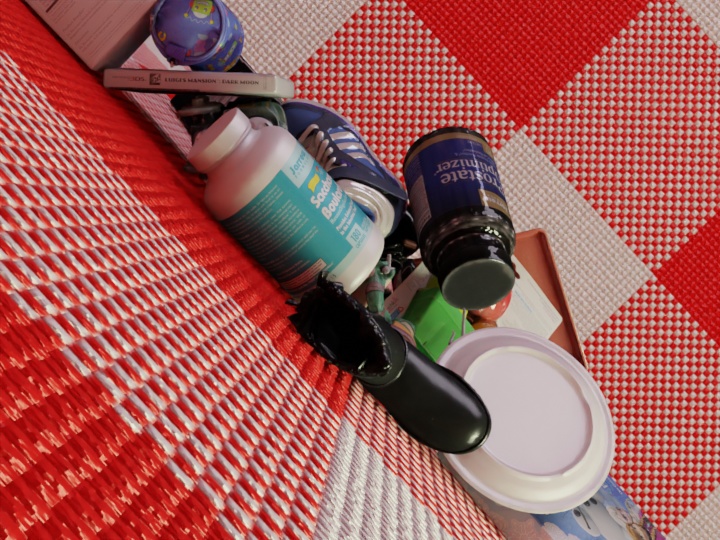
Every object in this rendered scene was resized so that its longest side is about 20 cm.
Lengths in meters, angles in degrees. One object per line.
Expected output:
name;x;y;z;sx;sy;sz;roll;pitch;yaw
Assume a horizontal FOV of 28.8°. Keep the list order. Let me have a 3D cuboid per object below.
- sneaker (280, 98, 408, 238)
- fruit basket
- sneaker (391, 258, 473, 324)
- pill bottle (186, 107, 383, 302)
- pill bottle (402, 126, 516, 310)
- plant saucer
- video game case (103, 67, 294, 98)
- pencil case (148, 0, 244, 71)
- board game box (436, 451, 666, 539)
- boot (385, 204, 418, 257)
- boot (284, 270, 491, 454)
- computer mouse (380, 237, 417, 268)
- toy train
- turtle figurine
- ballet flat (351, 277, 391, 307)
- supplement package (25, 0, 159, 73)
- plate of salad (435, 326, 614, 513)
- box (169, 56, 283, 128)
sneaker;-0.037;-0.110;1.568;0.200;0.081;0.146;42;22;3
fruit basket;0.130;0.054;1.671;0.186;0.200;0.093;50;-35;-11
sneaker;0.096;0.066;1.739;0.081;0.085;0.202;-99;169;-59
pill bottle;-0.077;-0.063;1.370;0.200;0.111;0.111;46;3;-19
pill bottle;0.115;-0.058;1.597;0.112;0.111;0.202;44;26;-43
plant saucer;0.169;0.054;1.769;0.037;0.197;0.203;-56;130;-63
video game case;-0.169;-0.202;1.518;0.179;0.024;0.200;2;6;2
pencil case;-0.170;-0.250;1.487;0.077;0.088;0.200;31;5;-1
board game box;0.197;0.230;1.424;0.200;0.044;0.198;48;27;20
boot;-0.031;-0.061;1.670;0.207;0.081;0.158;3;-8;8
boot;0.027;0.087;1.260;0.198;0.074;0.162;41;-1;17
computer mouse;0.000;0.000;1.557;0.200;0.138;0.047;42;31;-87
toy train;-0.134;-0.148;1.503;0.200;0.112;0.087;-112;-164;-81
turtle figurine;0.048;0.075;1.473;0.149;0.101;0.200;37;18;-7
ballet flat;-0.001;0.039;1.701;0.070;0.069;0.200;47;1;9
supplement package;-0.301;-0.315;1.455;0.200;0.109;0.114;46;3;-3
plate of salad;0.154;0.147;1.371;0.200;0.199;0.048;48;-37;14
box;-0.133;-0.176;1.930;0.196;0.124;0.200;43;4;-39
